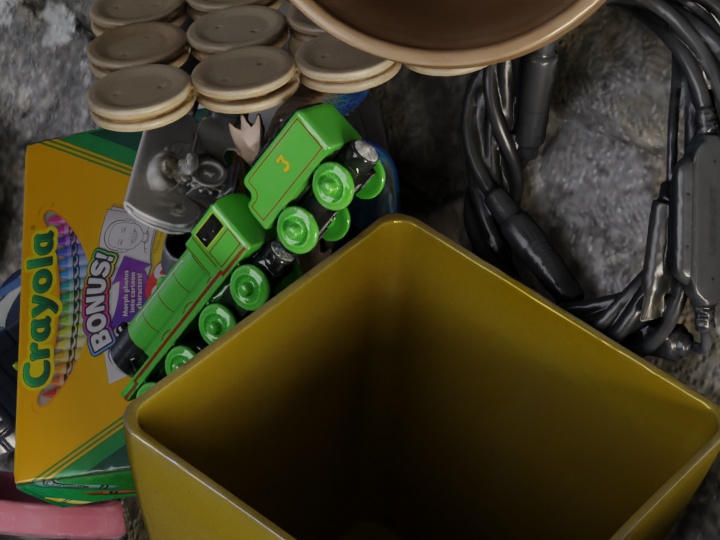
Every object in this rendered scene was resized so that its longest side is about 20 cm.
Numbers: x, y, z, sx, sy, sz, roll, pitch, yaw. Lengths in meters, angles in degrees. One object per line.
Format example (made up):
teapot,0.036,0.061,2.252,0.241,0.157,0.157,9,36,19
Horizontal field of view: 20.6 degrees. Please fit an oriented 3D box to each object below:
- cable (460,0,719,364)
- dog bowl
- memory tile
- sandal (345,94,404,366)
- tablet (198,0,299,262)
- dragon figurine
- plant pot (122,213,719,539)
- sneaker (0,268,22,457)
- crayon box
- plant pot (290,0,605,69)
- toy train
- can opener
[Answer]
cable,0.113,-0.056,0.945,0.163,0.051,0.202,1,95,49
dog bowl,-0.228,0.161,1.175,0.199,0.199,0.074,8,88,43
memory tile,-0.035,-0.117,0.964,0.154,0.199,0.017,-104,5,-59
sandal,-0.001,0.000,1.043,0.076,0.043,0.201,-31,75,36
tablet,-0.048,-0.106,1.115,0.130,0.014,0.201,32,113,39
dragon figurine,-0.017,-0.036,0.999,0.059,0.099,0.202,-3,97,30
plant pot,0.023,0.128,0.919,0.199,0.200,0.177,32,137,24
sneaker,-0.204,0.049,1.172,0.074,0.200,0.082,57,162,-17
crayon box,-0.122,0.021,1.081,0.118,0.058,0.201,-9,68,19
plant pot,0.045,-0.192,0.908,0.199,0.093,0.202,0,92,11
toy train,-0.061,-0.001,0.949,0.056,0.042,0.200,49,122,12
can opener,-0.084,-0.080,1.044,0.067,0.053,0.201,103,177,-45
